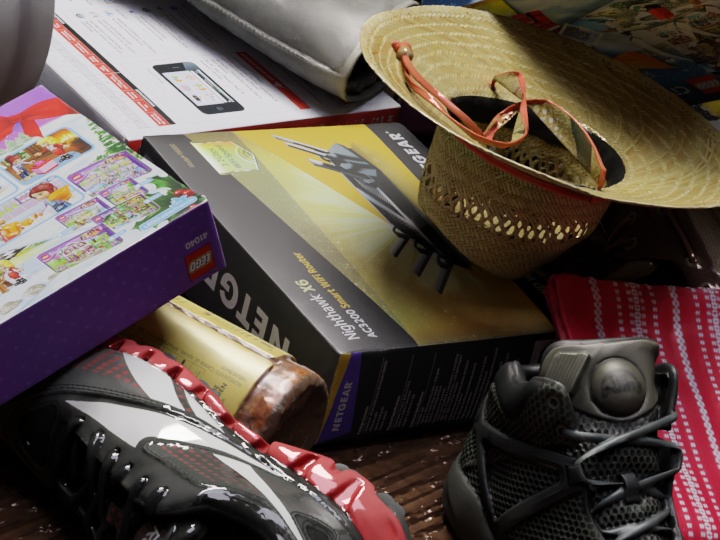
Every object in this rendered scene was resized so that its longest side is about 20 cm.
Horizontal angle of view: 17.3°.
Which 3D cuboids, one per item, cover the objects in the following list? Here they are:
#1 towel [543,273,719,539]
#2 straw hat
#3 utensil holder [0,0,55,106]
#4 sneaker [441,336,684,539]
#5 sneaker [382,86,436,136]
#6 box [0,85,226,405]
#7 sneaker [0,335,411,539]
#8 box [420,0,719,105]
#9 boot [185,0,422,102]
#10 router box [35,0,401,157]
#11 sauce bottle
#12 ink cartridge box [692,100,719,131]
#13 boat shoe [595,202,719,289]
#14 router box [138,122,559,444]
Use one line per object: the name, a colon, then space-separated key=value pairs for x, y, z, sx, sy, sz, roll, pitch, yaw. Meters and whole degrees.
towel: x=0.184 y=0.066 z=1.091 sx=0.199 sy=0.023 sz=0.145 roll=3 pitch=56 yaw=-24
straw hat: x=0.074 y=-0.044 z=1.112 sx=0.200 sy=0.086 sz=0.201 roll=19 pitch=24 yaw=-9
utensil holder: x=-0.276 y=-0.131 z=1.132 sx=0.170 sy=0.171 sz=0.199 roll=34 pitch=37 yaw=31
sneaker: x=0.103 y=0.102 z=0.955 sx=0.076 sy=0.115 sz=0.200 roll=-3 pitch=35 yaw=-26
sneaker: x=0.040 y=-0.137 z=1.400 sx=0.113 sy=0.073 sz=0.201 roll=12 pitch=36 yaw=-19
box: x=-0.174 y=0.006 z=0.974 sx=0.199 sy=0.039 sz=0.137 roll=-32 pitch=42 yaw=-23
sneaker: x=-0.080 y=0.087 z=0.933 sx=0.200 sy=0.071 sz=0.098 roll=29 pitch=29 yaw=21
box: x=0.145 y=-0.130 z=1.181 sx=0.136 sy=0.038 sz=0.199 roll=27 pitch=-23 yaw=-36
boot: x=-0.045 y=-0.176 z=1.313 sx=0.199 sy=0.073 sz=0.182 roll=19 pitch=42 yaw=21
router box: x=-0.107 y=-0.106 z=1.285 sx=0.179 sy=0.049 sz=0.200 roll=-9 pitch=37 yaw=-37
sauce bottle: x=-0.110 y=0.029 z=1.030 sx=0.199 sy=0.066 sz=0.066 roll=28 pitch=31 yaw=23
ink cartridge box: x=0.212 y=-0.119 z=1.302 sx=0.067 sy=0.201 sz=0.116 roll=32 pitch=33 yaw=29
boat shoe: x=0.152 y=-0.005 z=1.205 sx=0.072 sy=0.072 sz=0.200 roll=-18 pitch=55 yaw=-23
router box: x=0.000 y=0.000 z=1.144 sx=0.156 sy=0.053 sz=0.200 roll=-5 pitch=35 yaw=-34
